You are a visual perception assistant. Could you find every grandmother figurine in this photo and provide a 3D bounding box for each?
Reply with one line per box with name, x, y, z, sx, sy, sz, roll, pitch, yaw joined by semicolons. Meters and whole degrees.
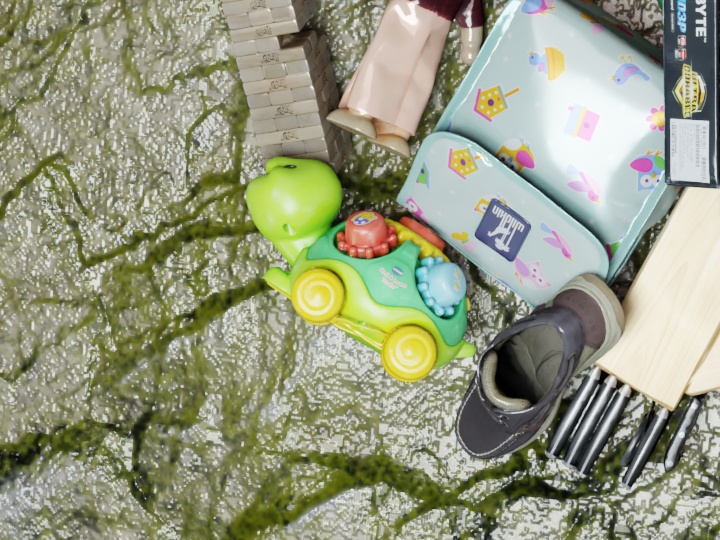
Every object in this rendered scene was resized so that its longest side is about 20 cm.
grandmother figurine;0.042;-0.188;1.670;0.060;0.121;0.201;23;88;45

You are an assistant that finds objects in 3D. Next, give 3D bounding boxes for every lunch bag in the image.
lunch bag;0.137;-0.078;1.637;0.170;0.122;0.201;36;106;8

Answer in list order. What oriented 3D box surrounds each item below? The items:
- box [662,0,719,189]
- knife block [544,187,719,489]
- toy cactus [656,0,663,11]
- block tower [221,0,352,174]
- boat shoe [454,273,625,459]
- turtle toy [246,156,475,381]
box;0.272;-0.143;1.557;0.046;0.199;0.160;6;101;41
knife block;0.199;0.046;1.659;0.174;0.064;0.202;-16;91;13
toy cactus;0.216;-0.236;1.628;0.164;0.102;0.202;-4;103;23
block tower;-0.058;-0.166;1.673;0.057;0.054;0.201;-7;114;19
boat shoe;0.110;0.074;1.636;0.072;0.065;0.200;57;141;14
turtle toy;0.000;0.000;1.660;0.199;0.146;0.101;33;88;1
